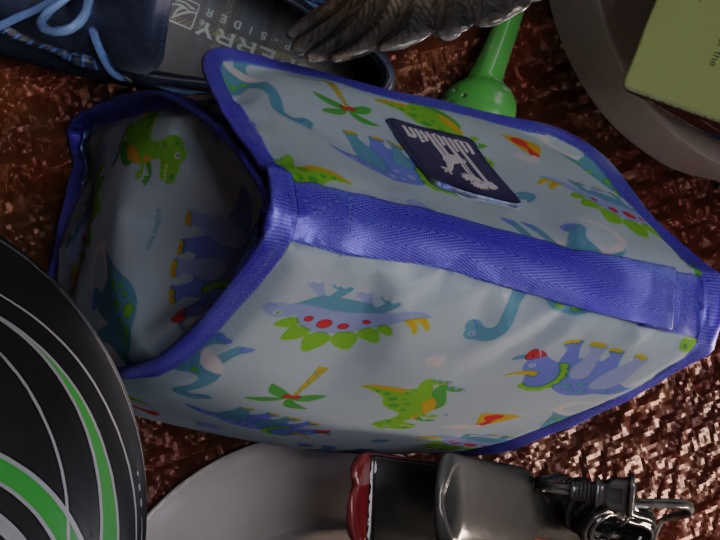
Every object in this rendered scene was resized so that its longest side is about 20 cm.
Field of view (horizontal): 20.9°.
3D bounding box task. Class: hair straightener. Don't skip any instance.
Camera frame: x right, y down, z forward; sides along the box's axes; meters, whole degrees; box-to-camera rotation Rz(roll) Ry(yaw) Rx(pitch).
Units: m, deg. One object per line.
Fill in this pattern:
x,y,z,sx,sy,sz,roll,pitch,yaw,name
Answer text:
0.077,0.099,0.748,0.200,0.077,0.041,25,66,-54,hair straightener

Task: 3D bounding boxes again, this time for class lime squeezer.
0.060,-0.039,0.802,0.071,0.038,0.201,-15,97,-59,lime squeezer

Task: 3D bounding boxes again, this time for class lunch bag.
0.000,0.000,0.669,0.169,0.200,0.128,11,85,-27,lunch bag

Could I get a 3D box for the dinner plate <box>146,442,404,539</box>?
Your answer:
-0.017,0.165,0.759,0.199,0.024,0.201,1,88,-28,dinner plate

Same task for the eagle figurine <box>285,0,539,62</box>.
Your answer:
0.038,-0.149,0.691,0.200,0.151,0.152,-7,106,-56,eagle figurine

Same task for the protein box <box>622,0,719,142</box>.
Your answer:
0.241,-0.114,0.717,0.135,0.199,0.199,16,97,-55,protein box

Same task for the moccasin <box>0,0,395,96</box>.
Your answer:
-0.076,-0.104,0.698,0.199,0.068,0.081,11,89,-23,moccasin

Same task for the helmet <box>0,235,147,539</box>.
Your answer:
-0.158,0.078,0.592,0.191,0.200,0.200,43,71,-30,helmet

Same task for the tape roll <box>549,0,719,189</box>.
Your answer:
0.171,-0.138,0.855,0.202,0.037,0.204,1,89,-29,tape roll
